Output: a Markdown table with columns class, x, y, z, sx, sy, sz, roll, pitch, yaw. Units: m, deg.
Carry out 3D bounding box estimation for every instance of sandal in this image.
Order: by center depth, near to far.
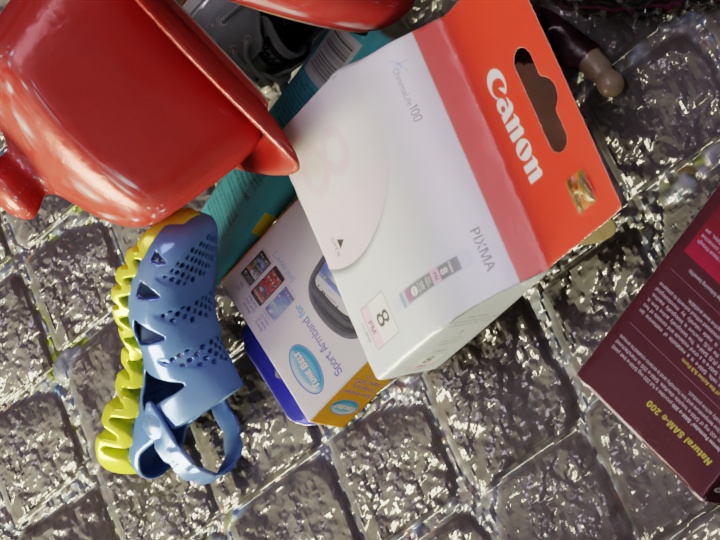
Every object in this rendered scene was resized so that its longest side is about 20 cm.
| class | x | y | z | sx | sy | sz | roll | pitch | yaw |
| --- | --- | --- | --- | --- | --- | --- | --- | --- | --- |
| sandal | -0.105 | 0.053 | 1.463 | 0.087 | 0.079 | 0.201 | 27 | 130 | 27 |

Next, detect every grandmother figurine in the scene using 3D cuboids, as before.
| class | x | y | z | sx | sy | sz | roll | pitch | yaw |
| --- | --- | --- | --- | --- | --- | --- | --- | --- | --- |
| grandmother figurine | 0.088 | -0.109 | 1.378 | 0.061 | 0.121 | 0.201 | 111 | 155 | -59 |

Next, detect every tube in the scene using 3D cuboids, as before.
| class | x | y | z | sx | sy | sz | roll | pitch | yaw |
| --- | --- | --- | --- | --- | --- | --- | --- | --- | --- |
| tube | -0.044 | -0.079 | 1.485 | 0.200 | 0.050 | 0.078 | -51 | 24 | 20 |

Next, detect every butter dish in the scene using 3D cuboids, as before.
| class | x | y | z | sx | sy | sz | roll | pitch | yaw |
| --- | --- | --- | --- | --- | --- | --- | --- | --- | --- |
| butter dish | -0.159 | -0.091 | 1.391 | 0.148 | 0.200 | 0.199 | -46 | 14 | -10 |

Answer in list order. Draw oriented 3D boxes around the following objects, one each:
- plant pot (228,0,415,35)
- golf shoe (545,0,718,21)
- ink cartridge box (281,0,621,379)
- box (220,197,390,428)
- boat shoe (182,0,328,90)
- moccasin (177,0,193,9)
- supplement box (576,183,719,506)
| class | x | y | z | sx | sy | sz | roll | pitch | yaw |
| --- | --- | --- | --- | --- | --- | --- | --- | --- | --- |
| plant pot | -0.038 | -0.243 | 1.354 | 0.200 | 0.200 | 0.183 | 29 | 106 | 37 |
| golf shoe | 0.189 | -0.195 | 1.322 | 0.199 | 0.073 | 0.092 | -12 | 74 | 27 |
| ink cartridge box | 0.042 | -0.053 | 1.319 | 0.200 | 0.057 | 0.163 | -46 | 62 | 52 |
| box | 0.000 | 0.000 | 1.440 | 0.200 | 0.041 | 0.119 | -46 | 58 | 18 |
| boat shoe | -0.059 | -0.155 | 1.490 | 0.201 | 0.070 | 0.072 | -48 | 36 | 15 |
| moccasin | -0.064 | -0.234 | 1.524 | 0.074 | 0.078 | 0.202 | 40 | 109 | 51 |
| supplement box | 0.218 | 0.015 | 1.260 | 0.200 | 0.061 | 0.109 | -53 | 54 | 14 |
